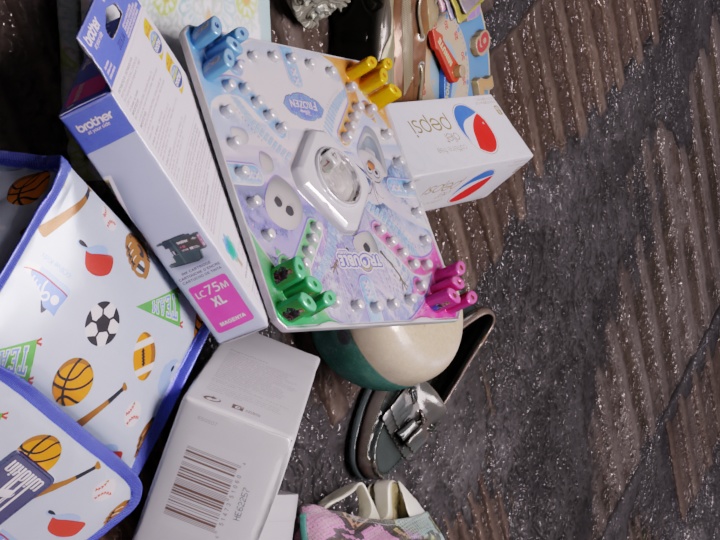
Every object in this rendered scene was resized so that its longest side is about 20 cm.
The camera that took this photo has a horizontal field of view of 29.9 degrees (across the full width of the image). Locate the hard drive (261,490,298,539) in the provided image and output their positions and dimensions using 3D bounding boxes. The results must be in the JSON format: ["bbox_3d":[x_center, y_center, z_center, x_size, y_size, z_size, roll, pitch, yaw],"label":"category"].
[{"bbox_3d":[-0.101,0.253,0.930,0.132,0.027,0.201,14,82,-56],"label":"hard drive"}]

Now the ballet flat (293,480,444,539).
[{"bbox_3d":[0.010,0.212,1.130,0.200,0.069,0.071,10,66,-57],"label":"ballet flat"}]

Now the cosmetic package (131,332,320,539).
[{"bbox_3d":[-0.080,0.109,0.858,0.200,0.074,0.102,-68,180,-79],"label":"cosmetic package"}]

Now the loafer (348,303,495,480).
[{"bbox_3d":[0.055,0.098,1.177,0.200,0.063,0.072,-60,139,-34],"label":"loafer"}]

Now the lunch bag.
[{"bbox_3d":[-0.190,0.059,0.737,0.170,0.124,0.200,52,56,-46],"label":"lunch bag"}]

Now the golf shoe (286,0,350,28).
[{"bbox_3d":[-0.043,-0.264,0.970,0.078,0.097,0.200,-33,154,-18],"label":"golf shoe"}]

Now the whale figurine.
[{"bbox_3d":[0.000,0.000,1.072,0.159,0.104,0.200,-16,83,-56],"label":"whale figurine"}]

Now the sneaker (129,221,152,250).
[{"bbox_3d":[-0.066,-0.031,0.923,0.200,0.115,0.075,-36,123,-50],"label":"sneaker"}]

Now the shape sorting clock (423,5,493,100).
[{"bbox_3d":[0.074,-0.176,1.194,0.200,0.039,0.201,-12,104,-56],"label":"shape sorting clock"}]

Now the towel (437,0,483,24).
[{"bbox_3d":[0.078,-0.326,1.170,0.144,0.023,0.200,-44,122,-52],"label":"towel"}]

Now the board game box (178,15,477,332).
[{"bbox_3d":[-0.014,-0.061,0.871,0.200,0.026,0.200,0,66,-54],"label":"board game box"}]

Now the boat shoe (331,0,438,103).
[{"bbox_3d":[0.021,-0.208,1.069,0.074,0.076,0.201,-7,109,-42],"label":"boat shoe"}]

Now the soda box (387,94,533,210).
[{"bbox_3d":[0.055,-0.090,1.067,0.200,0.064,0.068,-16,69,-55],"label":"soda box"}]

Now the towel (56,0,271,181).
[{"bbox_3d":[-0.126,-0.165,0.878,0.171,0.048,0.201,-14,106,-53],"label":"towel"}]

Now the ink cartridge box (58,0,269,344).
[{"bbox_3d":[-0.112,-0.068,0.780,0.119,0.042,0.200,-90,155,-57],"label":"ink cartridge box"}]
